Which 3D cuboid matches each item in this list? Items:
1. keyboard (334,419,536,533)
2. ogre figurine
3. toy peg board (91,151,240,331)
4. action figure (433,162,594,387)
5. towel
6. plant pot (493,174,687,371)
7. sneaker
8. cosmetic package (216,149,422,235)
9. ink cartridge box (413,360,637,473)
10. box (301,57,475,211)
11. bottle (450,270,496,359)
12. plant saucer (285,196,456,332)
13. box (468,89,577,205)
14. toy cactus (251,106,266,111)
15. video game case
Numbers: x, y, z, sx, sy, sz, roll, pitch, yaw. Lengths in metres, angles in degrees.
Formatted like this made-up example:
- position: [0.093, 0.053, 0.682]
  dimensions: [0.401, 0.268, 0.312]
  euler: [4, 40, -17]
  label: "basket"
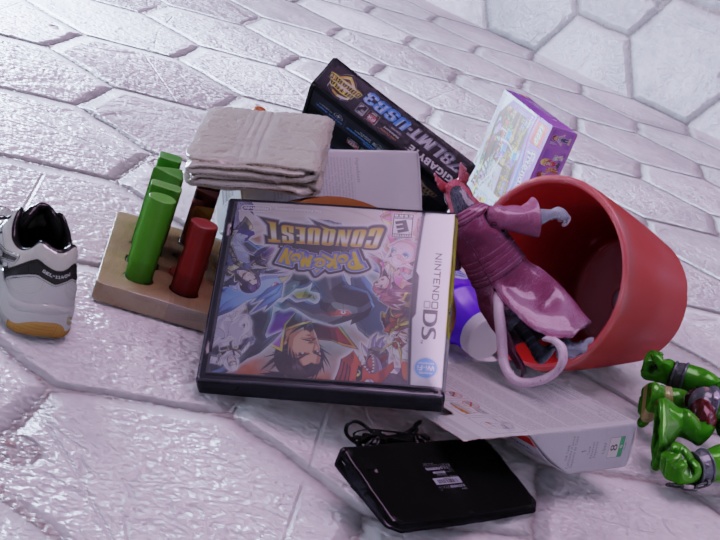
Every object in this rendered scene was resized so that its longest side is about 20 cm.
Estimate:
- position: [0.050, 0.163, 1.126]
  dimensions: [0.199, 0.040, 0.104]
  euler: [7, 39, -52]
  label: "keyboard"
- position: [0.330, 0.143, 1.373]
  dimensions: [0.119, 0.099, 0.200]
  euler: [8, 7, 1]
  label: "ogre figurine"
- position: [-0.132, -0.024, 1.359]
  dimensions: [0.198, 0.098, 0.200]
  euler: [17, 19, -9]
  label: "toy peg board"
- position: [0.115, 0.001, 1.303]
  dimensions: [0.201, 0.134, 0.149]
  euler: [57, 35, -5]
  label: "action figure"
- position: [-0.095, -0.115, 1.400]
  dimensions: [0.132, 0.035, 0.200]
  euler: [6, 22, 2]
  label: "towel"
- position: [0.237, 0.016, 1.519]
  dimensions: [0.177, 0.201, 0.200]
  euler: [15, 16, -48]
  label: "plant pot"
- position: [-0.274, -0.022, 1.222]
  dimensions: [0.075, 0.088, 0.200]
  euler: [6, 21, -32]
  label: "sneaker"
- position: [-0.044, -0.081, 1.527]
  dimensions: [0.199, 0.075, 0.102]
  euler: [0, -12, -20]
  label: "cosmetic package"
- position: [0.110, 0.126, 1.240]
  dimensions: [0.199, 0.050, 0.161]
  euler: [-2, 19, -37]
  label: "ink cartridge box"
- position: [0.021, -0.128, 1.656]
  dimensions: [0.200, 0.050, 0.199]
  euler: [38, -20, 2]
  label: "box"
- position: [0.073, 0.022, 1.491]
  dimensions: [0.083, 0.066, 0.200]
  euler: [7, 22, -37]
  label: "bottle"
- position: [0.000, 0.000, 1.298]
  dimensions: [0.199, 0.038, 0.201]
  euler: [20, 37, -16]
  label: "plant saucer"
- position: [0.173, -0.098, 1.723]
  dimensions: [0.039, 0.201, 0.137]
  euler: [14, 19, -25]
  label: "box"
- position: [-0.086, -0.093, 1.630]
  dimensions: [0.165, 0.102, 0.200]
  euler: [56, 7, 23]
  label: "toy cactus"
- position: [-0.023, 0.025, 1.202]
  dimensions: [0.199, 0.026, 0.182]
  euler: [4, 57, 4]
  label: "video game case"
